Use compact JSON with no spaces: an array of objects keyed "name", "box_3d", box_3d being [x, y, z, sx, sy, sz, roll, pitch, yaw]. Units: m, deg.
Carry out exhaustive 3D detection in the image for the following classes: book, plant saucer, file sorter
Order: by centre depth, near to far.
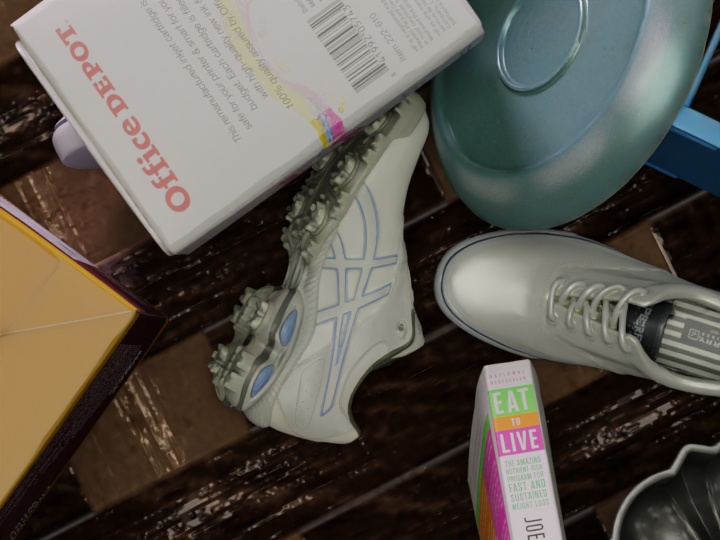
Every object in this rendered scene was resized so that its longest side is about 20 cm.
[{"name":"book","box_3d":[0.090,0.165,1.412,0.048,0.134,0.201,-8,60,0]},{"name":"plant saucer","box_3d":[0.101,-0.120,1.440,0.027,0.200,0.201,23,89,-38]},{"name":"file sorter","box_3d":[0.263,-0.080,1.450,0.199,0.139,0.123,26,86,0]}]

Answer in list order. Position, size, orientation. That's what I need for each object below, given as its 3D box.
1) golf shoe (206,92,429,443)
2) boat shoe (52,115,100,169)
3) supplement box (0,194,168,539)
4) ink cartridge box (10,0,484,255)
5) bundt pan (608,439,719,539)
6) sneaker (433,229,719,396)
[{"name":"golf shoe","box_3d":[0.000,0.000,1.500,0.097,0.078,0.201,27,95,-15]},{"name":"boat shoe","box_3d":[-0.079,-0.117,1.499,0.199,0.071,0.070,-22,77,-1]},{"name":"supplement box","box_3d":[-0.215,0.065,1.428,0.132,0.200,0.198,35,89,2]},{"name":"ink cartridge box","box_3d":[-0.057,-0.121,1.413,0.200,0.085,0.145,-35,90,1]},{"name":"bundt pan","box_3d":[0.213,0.184,1.471,0.200,0.076,0.203,0,87,-3]},{"name":"sneaker","box_3d":[0.138,0.020,1.485,0.199,0.071,0.074,11,89,2]}]
